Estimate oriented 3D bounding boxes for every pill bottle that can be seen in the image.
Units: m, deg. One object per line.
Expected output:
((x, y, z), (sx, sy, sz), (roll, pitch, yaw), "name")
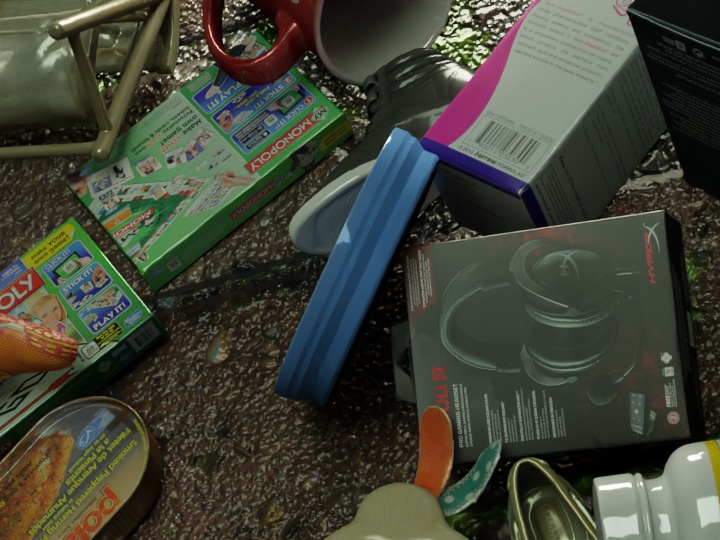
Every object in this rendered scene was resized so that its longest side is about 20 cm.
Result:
((0.242, 0.153, 1.230), (0.199, 0.111, 0.112), (-7, 53, 3), "pill bottle")

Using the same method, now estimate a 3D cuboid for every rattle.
((0.035, 0.207, 1.312), (0.130, 0.143, 0.200), (-7, 39, 20), "rattle")

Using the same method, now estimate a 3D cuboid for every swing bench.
((-0.271, -0.187, 1.692), (0.198, 0.130, 0.200), (-1, 34, 23), "swing bench")

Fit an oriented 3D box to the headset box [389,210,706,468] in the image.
((0.118, 0.050, 1.366), (0.199, 0.077, 0.150), (-7, 82, 16), "headset box")

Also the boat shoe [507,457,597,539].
((0.142, 0.207, 1.285), (0.073, 0.063, 0.201), (-24, 54, 4), "boat shoe")

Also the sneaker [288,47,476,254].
((0.015, -0.092, 1.554), (0.200, 0.071, 0.099), (-36, 47, -10), "sneaker")

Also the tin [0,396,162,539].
((-0.225, 0.180, 1.478), (0.200, 0.042, 0.112), (-47, 48, -13), "tin")

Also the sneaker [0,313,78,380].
((-0.293, 0.066, 1.523), (0.199, 0.073, 0.078), (0, 79, 27), "sneaker")

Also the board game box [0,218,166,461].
((-0.262, 0.065, 1.571), (0.200, 0.029, 0.135), (-39, 52, -7), "board game box")

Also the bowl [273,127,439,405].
((0.000, 0.000, 1.420), (0.039, 0.201, 0.201), (24, 65, 2), "bowl")

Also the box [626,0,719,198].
((0.301, -0.166, 1.400), (0.124, 0.197, 0.200), (28, 70, 36), "box")

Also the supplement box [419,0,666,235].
((0.148, -0.117, 1.491), (0.101, 0.103, 0.200), (27, 71, 36), "supplement box")

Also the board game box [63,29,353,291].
((-0.121, -0.089, 1.630), (0.200, 0.029, 0.135), (-38, 52, -6), "board game box")

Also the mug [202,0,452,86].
((-0.054, -0.243, 1.636), (0.177, 0.134, 0.200), (-18, 39, -31), "mug")
